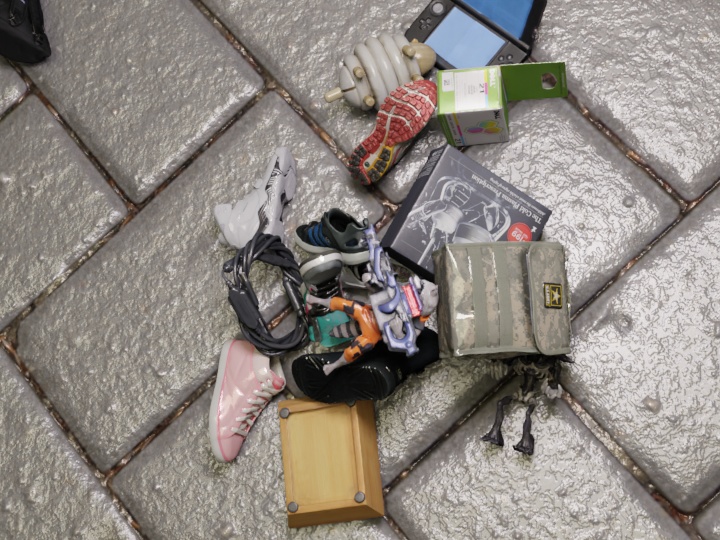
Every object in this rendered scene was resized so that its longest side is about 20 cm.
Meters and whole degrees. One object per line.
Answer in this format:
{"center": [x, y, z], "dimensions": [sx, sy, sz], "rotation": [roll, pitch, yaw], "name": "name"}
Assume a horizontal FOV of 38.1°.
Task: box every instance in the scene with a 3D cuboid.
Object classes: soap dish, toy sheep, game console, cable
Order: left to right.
{"center": [-0.142, 0.041, 1.674], "dimensions": [0.051, 0.201, 0.163], "rotation": [-13, 29, 37], "name": "cable"}
{"center": [-0.051, 0.290, 1.623], "dimensions": [0.156, 0.081, 0.202], "rotation": [-9, 73, 11], "name": "soap dish"}
{"center": [0.032, -0.325, 1.728], "dimensions": [0.198, 0.138, 0.139], "rotation": [-19, 73, -4], "name": "toy sheep"}
{"center": [0.184, -0.414, 1.721], "dimensions": [0.200, 0.119, 0.173], "rotation": [40, 88, 19], "name": "game console"}

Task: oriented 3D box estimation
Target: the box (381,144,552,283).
{"center": [0.159, -0.062, 1.608], "dimensions": [0.199, 0.104, 0.183], "rotation": [30, 85, -10], "name": "box"}

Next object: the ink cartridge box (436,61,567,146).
{"center": [0.229, -0.264, 1.657], "dimensions": [0.198, 0.148, 0.076], "rotation": [-3, 76, 13], "name": "ink cartridge box"}

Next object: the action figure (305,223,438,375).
{"center": [0.022, 0.044, 1.511], "dimensions": [0.192, 0.105, 0.202], "rotation": [-15, 73, 15], "name": "action figure"}

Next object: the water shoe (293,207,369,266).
{"center": [-0.040, -0.066, 1.672], "dimensions": [0.199, 0.071, 0.080], "rotation": [19, 122, 50], "name": "water shoe"}

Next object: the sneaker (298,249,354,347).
{"center": [-0.049, 0.052, 1.601], "dimensions": [0.083, 0.200, 0.122], "rotation": [-19, 73, -9], "name": "sneaker"}

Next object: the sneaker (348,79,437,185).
{"center": [0.056, -0.231, 1.700], "dimensions": [0.078, 0.082, 0.200], "rotation": [44, 113, 4], "name": "sneaker"}

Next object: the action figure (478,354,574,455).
{"center": [0.251, 0.172, 1.572], "dimensions": [0.118, 0.102, 0.202], "rotation": [15, 84, 18], "name": "action figure"}

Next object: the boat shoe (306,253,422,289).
{"center": [0.000, 0.000, 1.688], "dimensions": [0.199, 0.069, 0.073], "rotation": [17, 81, 16], "name": "boat shoe"}

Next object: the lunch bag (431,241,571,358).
{"center": [0.213, 0.043, 1.502], "dimensions": [0.198, 0.118, 0.166], "rotation": [-2, 84, -10], "name": "lunch bag"}

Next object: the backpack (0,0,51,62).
{"center": [-0.661, -0.495, 1.926], "dimensions": [0.153, 0.163, 0.202], "rotation": [-14, 66, 25], "name": "backpack"}

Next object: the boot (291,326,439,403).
{"center": [0.015, 0.141, 1.617], "dimensions": [0.199, 0.168, 0.077], "rotation": [-2, 106, 38], "name": "boot"}

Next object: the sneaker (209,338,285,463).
{"center": [-0.179, 0.209, 1.675], "dimensions": [0.104, 0.075, 0.202], "rotation": [0, 72, 19], "name": "sneaker"}

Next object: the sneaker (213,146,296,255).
{"center": [-0.180, -0.118, 1.756], "dimensions": [0.114, 0.075, 0.202], "rotation": [4, 72, 19], "name": "sneaker"}
